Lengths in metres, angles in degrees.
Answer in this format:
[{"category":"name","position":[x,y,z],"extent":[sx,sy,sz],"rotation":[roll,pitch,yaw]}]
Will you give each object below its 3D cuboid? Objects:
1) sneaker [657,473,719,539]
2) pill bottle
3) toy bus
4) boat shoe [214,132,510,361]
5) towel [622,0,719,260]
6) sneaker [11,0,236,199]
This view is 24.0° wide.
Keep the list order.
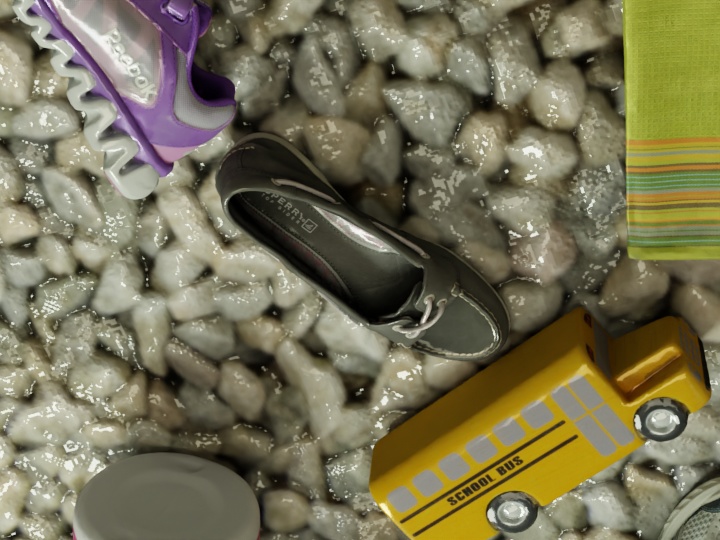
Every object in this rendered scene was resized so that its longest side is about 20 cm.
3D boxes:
[{"category":"sneaker","position":[0.202,0.206,1.036],"extent":[0.077,0.086,0.200],"rotation":[36,116,-15]},{"category":"pill bottle","position":[-0.124,0.226,1.060],"extent":[0.113,0.114,0.201],"rotation":[6,119,1]},{"category":"toy bus","position":[0.105,0.089,0.993],"extent":[0.200,0.065,0.078],"rotation":[-36,109,22]},{"category":"boat shoe","position":[0.000,0.000,0.956],"extent":[0.200,0.057,0.067],"rotation":[35,116,-14]},{"category":"towel","position":[0.184,-0.095,0.911],"extent":[0.085,0.018,0.201],"rotation":[-3,118,6]},{"category":"sneaker","position":[-0.127,-0.138,0.886],"extent":[0.088,0.081,0.201],"rotation":[-23,120,9]}]
